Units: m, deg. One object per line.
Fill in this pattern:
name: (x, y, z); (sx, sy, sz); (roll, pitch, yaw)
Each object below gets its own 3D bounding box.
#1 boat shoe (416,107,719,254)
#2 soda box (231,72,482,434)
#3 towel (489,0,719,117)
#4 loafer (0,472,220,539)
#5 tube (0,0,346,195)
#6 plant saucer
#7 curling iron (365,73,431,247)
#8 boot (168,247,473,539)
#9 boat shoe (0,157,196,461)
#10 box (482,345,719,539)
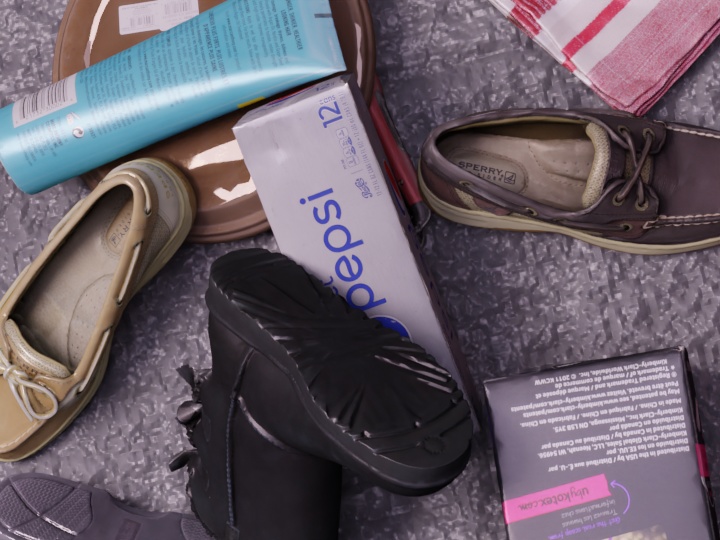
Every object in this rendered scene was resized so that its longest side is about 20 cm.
boat shoe: (0.129, -0.050, 1.118); (0.199, 0.065, 0.074); (0, 80, 4)
soda box: (0.000, 0.000, 1.112); (0.068, 0.063, 0.201); (-21, 99, 7)
towel: (0.126, -0.197, 1.161); (0.200, 0.023, 0.144); (42, 91, 12)
loafer: (-0.115, 0.173, 1.151); (0.199, 0.063, 0.072); (21, 46, 10)
tube: (-0.105, -0.103, 1.138); (0.199, 0.050, 0.078); (-22, 64, 14)
plant saucer: (-0.089, -0.116, 1.172); (0.199, 0.029, 0.201); (-2, 85, 20)
curling iron: (-0.010, -0.101, 1.172); (0.049, 0.026, 0.201); (-20, 80, 4)
boot: (-0.024, 0.098, 1.068); (0.198, 0.073, 0.163); (39, 135, 37)
boat shoe: (-0.165, 0.024, 1.151); (0.073, 0.063, 0.201); (42, 107, 10)
box: (0.133, 0.149, 1.070); (0.105, 0.122, 0.201); (-9, 83, 8)
